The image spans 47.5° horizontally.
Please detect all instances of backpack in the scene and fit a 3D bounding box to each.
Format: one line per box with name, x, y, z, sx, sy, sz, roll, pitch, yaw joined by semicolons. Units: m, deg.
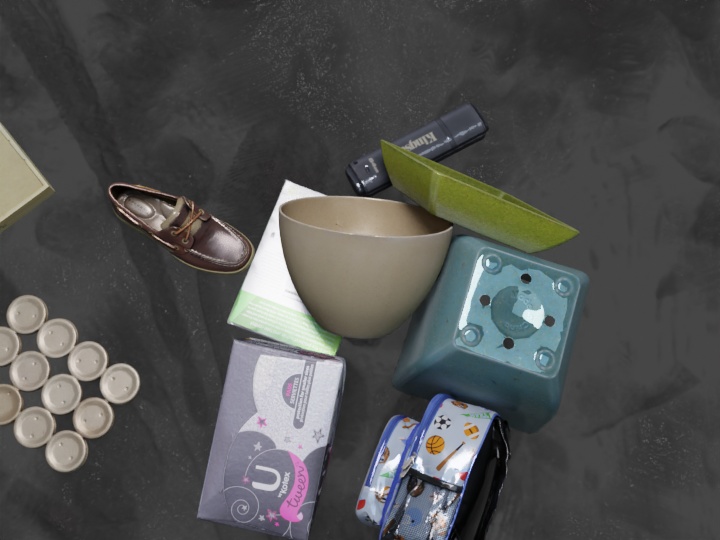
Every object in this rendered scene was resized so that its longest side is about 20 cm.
backpack;0.092;0.238;0.922;0.153;0.200;0.191;25;76;19

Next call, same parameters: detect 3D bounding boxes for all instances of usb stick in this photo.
usb stick;0.075;-0.159;1.082;0.199;0.033;0.056;-28;80;-7

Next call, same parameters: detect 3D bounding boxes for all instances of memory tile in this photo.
memory tile;-0.386;0.138;1.007;0.199;0.017;0.154;35;78;5

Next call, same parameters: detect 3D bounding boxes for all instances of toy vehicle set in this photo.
toy vehicle set;-0.512;-0.090;1.049;0.200;0.027;0.124;-39;81;-10

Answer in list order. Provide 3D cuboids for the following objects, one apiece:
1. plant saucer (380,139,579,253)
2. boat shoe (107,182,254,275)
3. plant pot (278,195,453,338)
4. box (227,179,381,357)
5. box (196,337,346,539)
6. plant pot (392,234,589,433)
plant saucer;0.127;-0.082;0.970;0.199;0.200;0.048;19;102;-22
boat shoe;-0.228;-0.057;1.028;0.199;0.072;0.072;29;78;5
plant pot;0.000;0.000;0.945;0.199;0.200;0.136;6;106;-1
box;-0.066;0.001;1.040;0.143;0.036;0.201;21;76;3
box;-0.097;0.188;0.939;0.131;0.115;0.202;12;87;1
plant pot;0.162;0.063;0.949;0.195;0.200;0.197;18;76;2
